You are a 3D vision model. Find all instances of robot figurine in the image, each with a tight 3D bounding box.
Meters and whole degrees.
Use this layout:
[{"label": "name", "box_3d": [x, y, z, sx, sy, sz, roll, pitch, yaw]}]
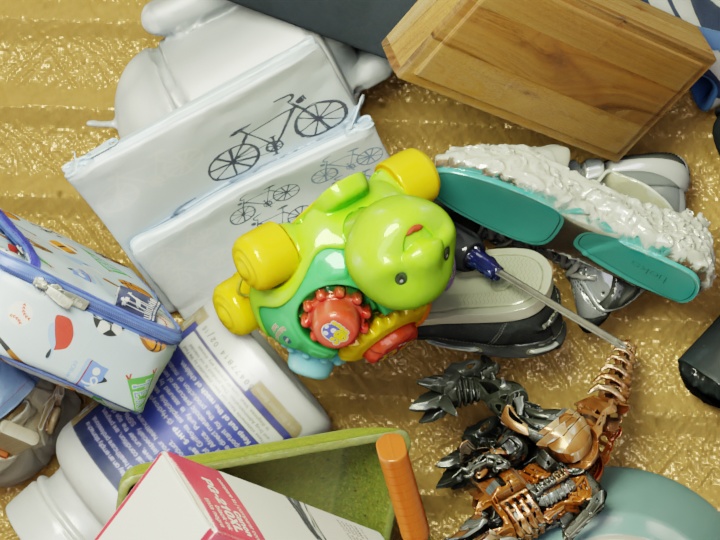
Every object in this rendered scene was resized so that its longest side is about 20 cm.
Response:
[{"label": "robot figurine", "box_3d": [-0.079, -0.118, 1.531, 0.200, 0.113, 0.170, -28, 113, 1]}]

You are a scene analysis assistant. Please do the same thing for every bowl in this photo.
[{"label": "bowl", "box_3d": [0.164, 0.228, 1.490, 0.201, 0.105, 0.201, 0, 86, 5]}]

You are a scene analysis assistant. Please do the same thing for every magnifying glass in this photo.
[{"label": "magnifying glass", "box_3d": [0.038, 0.182, 1.472, 0.022, 0.200, 0.080, -13, 40, -1]}]

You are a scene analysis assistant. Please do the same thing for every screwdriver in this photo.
[{"label": "screwdriver", "box_3d": [0.096, 0.011, 1.446, 0.200, 0.028, 0.029, 38, 113, 41]}]

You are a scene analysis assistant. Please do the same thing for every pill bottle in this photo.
[{"label": "pill bottle", "box_3d": [-0.130, 0.123, 1.512, 0.200, 0.120, 0.120, -41, 84, 0]}]

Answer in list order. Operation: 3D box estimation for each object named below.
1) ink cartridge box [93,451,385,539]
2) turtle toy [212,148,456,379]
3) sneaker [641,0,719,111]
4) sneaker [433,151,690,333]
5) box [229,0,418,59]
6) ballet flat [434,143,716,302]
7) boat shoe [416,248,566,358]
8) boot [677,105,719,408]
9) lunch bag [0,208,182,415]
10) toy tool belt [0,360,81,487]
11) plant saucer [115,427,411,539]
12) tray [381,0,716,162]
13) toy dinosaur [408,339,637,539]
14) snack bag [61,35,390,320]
[{"label": "ink cartridge box", "box_3d": [-0.075, 0.213, 1.402, 0.145, 0.200, 0.084, -52, 44, 12]}, {"label": "turtle toy", "box_3d": [0.000, 0.000, 1.410, 0.146, 0.200, 0.101, -29, 78, -22]}, {"label": "sneaker", "box_3d": [0.188, -0.172, 1.505, 0.200, 0.074, 0.082, 28, 104, -25]}, {"label": "sneaker", "box_3d": [0.124, -0.014, 1.529, 0.200, 0.075, 0.116, -5, 87, 3]}, {"label": "box", "box_3d": [0.014, -0.250, 1.484, 0.200, 0.124, 0.197, 20, 48, 5]}, {"label": "ballet flat", "box_3d": [0.138, -0.042, 1.476, 0.200, 0.072, 0.072, 24, 87, -10]}, {"label": "boat shoe", "box_3d": [0.039, 0.025, 1.524, 0.200, 0.068, 0.072, 3, 57, 25]}, {"label": "boot", "box_3d": [0.265, 0.007, 1.512, 0.200, 0.076, 0.168, 44, 86, -2]}, {"label": "lunch bag", "box_3d": [-0.204, 0.016, 1.453, 0.160, 0.200, 0.076, 28, 92, -23]}, {"label": "toy tool belt", "box_3d": [-0.291, 0.069, 1.526, 0.200, 0.123, 0.125, 27, 87, 6]}, {"label": "plant saucer", "box_3d": [-0.080, 0.183, 1.470, 0.200, 0.048, 0.200, -7, 126, -28]}, {"label": "tray", "box_3d": [0.120, -0.135, 1.424, 0.099, 0.200, 0.037, -47, 48, 28]}, {"label": "toy dinosaur", "box_3d": [0.113, 0.121, 1.488, 0.136, 0.200, 0.102, 22, 124, 37]}, {"label": "snack bag", "box_3d": [-0.074, -0.058, 1.493, 0.188, 0.200, 0.021, -28, 57, 2]}]
